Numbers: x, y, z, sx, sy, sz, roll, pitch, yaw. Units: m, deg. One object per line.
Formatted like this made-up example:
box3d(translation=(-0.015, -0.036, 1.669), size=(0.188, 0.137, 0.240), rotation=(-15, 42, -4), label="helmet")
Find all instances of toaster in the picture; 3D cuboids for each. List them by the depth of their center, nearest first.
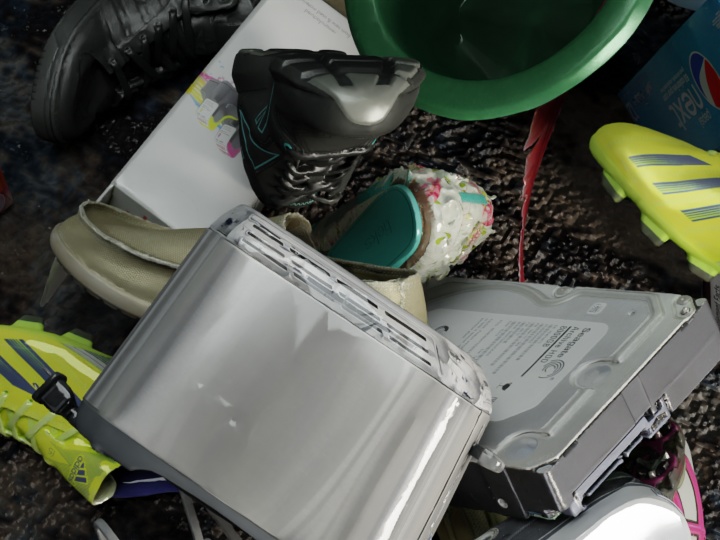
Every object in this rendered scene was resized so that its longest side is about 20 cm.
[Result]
box3d(translation=(-0.034, 0.059, 1.168), size=(0.200, 0.114, 0.129), rotation=(33, 88, 10), label="toaster")

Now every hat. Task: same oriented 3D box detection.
box3d(translation=(0.094, -0.124, 1.347), size=(0.200, 0.176, 0.166), rotation=(-40, 61, 8), label="hat")

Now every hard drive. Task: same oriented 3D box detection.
box3d(translation=(0.064, 0.059, 1.272), size=(0.200, 0.038, 0.140), rotation=(6, 40, 47), label="hard drive")

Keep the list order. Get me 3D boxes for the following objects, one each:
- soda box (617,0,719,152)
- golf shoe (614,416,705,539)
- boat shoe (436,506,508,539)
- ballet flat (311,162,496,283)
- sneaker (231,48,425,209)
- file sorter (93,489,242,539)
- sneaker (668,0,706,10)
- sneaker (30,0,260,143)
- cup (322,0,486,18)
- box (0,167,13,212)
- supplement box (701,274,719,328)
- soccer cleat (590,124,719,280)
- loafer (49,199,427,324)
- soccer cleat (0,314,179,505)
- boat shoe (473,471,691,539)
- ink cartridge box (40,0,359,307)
box3d(translation=(0.200, -0.106, 1.345), size=(0.068, 0.200, 0.064), rotation=(-29, 85, -13), label="soda box")
box3d(translation=(0.139, 0.160, 1.278), size=(0.072, 0.092, 0.200), rotation=(-19, 35, 28), label="golf shoe")
box3d(translation=(0.054, 0.147, 1.289), size=(0.063, 0.073, 0.201), rotation=(-14, 56, 5), label="boat shoe")
box3d(translation=(0.000, 0.000, 1.344), size=(0.064, 0.200, 0.076), rotation=(-7, 79, -39), label="ballet flat")
box3d(translation=(-0.016, -0.068, 1.243), size=(0.075, 0.200, 0.079), rotation=(2, 95, -12), label="sneaker")
box3d(translation=(-0.126, 0.212, 1.234), size=(0.200, 0.125, 0.139), rotation=(-33, 61, -13), label="file sorter")
box3d(translation=(0.181, -0.175, 1.424), size=(0.085, 0.200, 0.073), rotation=(-10, 92, 33), label="sneaker")
box3d(translation=(-0.103, -0.146, 1.484), size=(0.104, 0.060, 0.200), rotation=(17, 59, 20), label="sneaker")
box3d(translation=(0.069, -0.178, 1.430), size=(0.143, 0.200, 0.200), rotation=(46, 71, 1), label="cup")
box3d(translation=(-0.300, -0.091, 1.448), size=(0.100, 0.096, 0.200), rotation=(-40, 64, -17), label="box")
box3d(translation=(0.293, 0.015, 1.323), size=(0.200, 0.103, 0.131), rotation=(32, 70, 22), label="supplement box")
box3d(translation=(0.204, -0.022, 1.243), size=(0.200, 0.065, 0.084), rotation=(36, 102, 16), label="soccer cleat")
box3d(translation=(-0.054, 0.001, 1.263), size=(0.200, 0.076, 0.068), rotation=(20, 103, 6), label="loafer")
box3d(translation=(-0.151, 0.078, 1.352), size=(0.200, 0.065, 0.084), rotation=(11, 63, 11), label="soccer cleat")
box3d(translation=(0.058, 0.159, 1.199), size=(0.200, 0.072, 0.068), rotation=(-36, 24, -8), label="boat shoe")
box3d(translation=(-0.083, -0.051, 1.386), size=(0.068, 0.115, 0.200), rotation=(37, 68, 1), label="ink cartridge box")
